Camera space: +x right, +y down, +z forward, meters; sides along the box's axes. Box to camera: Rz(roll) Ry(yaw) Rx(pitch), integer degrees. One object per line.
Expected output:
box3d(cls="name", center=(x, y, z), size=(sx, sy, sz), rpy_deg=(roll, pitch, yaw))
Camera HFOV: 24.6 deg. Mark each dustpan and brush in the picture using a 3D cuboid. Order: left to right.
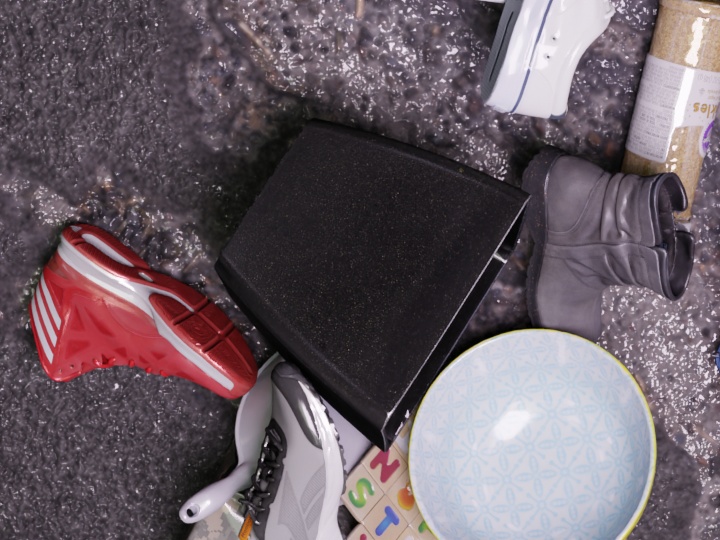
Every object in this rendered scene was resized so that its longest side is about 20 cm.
box3d(cls="dustpan and brush", center=(-0.068, 0.147, 1.324), size=(0.057, 0.199, 0.140), rpy_deg=(-36, 86, 39))

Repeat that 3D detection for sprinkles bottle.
box3d(cls="sprinkles bottle", center=(0.247, -0.116, 1.310), size=(0.067, 0.068, 0.203), rpy_deg=(10, 105, -4))

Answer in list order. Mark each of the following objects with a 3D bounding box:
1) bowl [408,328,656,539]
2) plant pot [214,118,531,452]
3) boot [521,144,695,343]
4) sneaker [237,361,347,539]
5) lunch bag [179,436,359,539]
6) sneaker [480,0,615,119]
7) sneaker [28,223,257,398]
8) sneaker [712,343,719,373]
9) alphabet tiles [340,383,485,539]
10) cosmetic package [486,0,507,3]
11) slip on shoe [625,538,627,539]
box3d(cls="bowl", center=(0.145, 0.159, 1.339), size=(0.197, 0.108, 0.203), rpy_deg=(-5, 70, 13))
box3d(cls="plant pot", center=(0.000, 0.000, 1.262), size=(0.176, 0.200, 0.201), rpy_deg=(32, 82, 6))
box3d(cls="boot", center=(0.196, 0.003, 1.289), size=(0.131, 0.070, 0.202), rpy_deg=(20, 141, 36))
box3d(cls="sneaker", center=(-0.055, 0.166, 1.250), size=(0.078, 0.074, 0.203), rpy_deg=(-9, 114, -18))
box3d(cls="lunch bag", center=(-0.059, 0.263, 1.389), size=(0.198, 0.118, 0.165), rpy_deg=(27, 107, -4))
box3d(cls="sneaker", center=(0.148, -0.205, 1.186), size=(0.070, 0.073, 0.202), rpy_deg=(13, 115, -14))
box3d(cls="sneaker", center=(-0.185, 0.062, 1.355), size=(0.199, 0.078, 0.116), rpy_deg=(39, 113, 8))
box3d(cls="sneaker", center=(0.320, 0.050, 1.351), size=(0.078, 0.089, 0.203), rpy_deg=(-5, 85, -25))
box3d(cls="alphabet tiles", center=(0.068, 0.199, 1.361), size=(0.200, 0.006, 0.167), rpy_deg=(-46, 106, -32))
box3d(cls="cosmetic package", center=(0.070, -0.248, 1.254), size=(0.197, 0.102, 0.072), rpy_deg=(6, 105, -3))
box3d(cls="slip on shoe", center=(0.201, 0.214, 1.412), size=(0.075, 0.060, 0.203), rpy_deg=(4, 90, 29))
